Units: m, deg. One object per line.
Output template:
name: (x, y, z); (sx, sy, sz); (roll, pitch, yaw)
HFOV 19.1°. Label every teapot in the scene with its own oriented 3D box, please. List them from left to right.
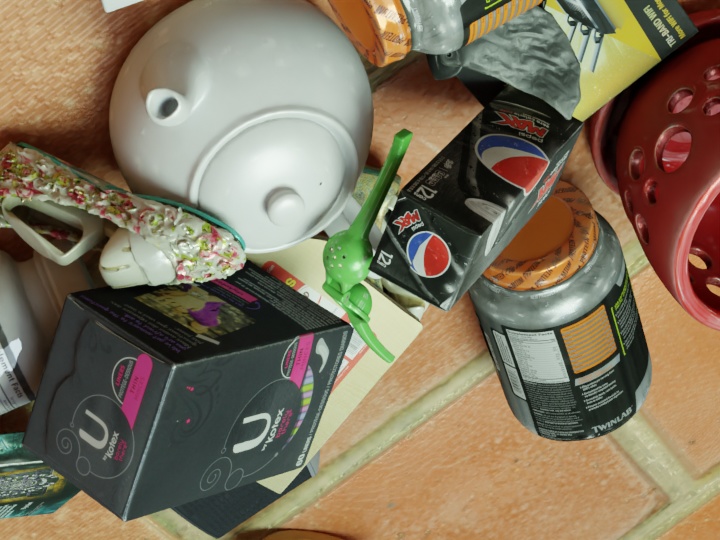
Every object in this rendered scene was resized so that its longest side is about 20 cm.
teapot: (-0.068, -0.081, 1.451); (0.199, 0.146, 0.198); (-10, 133, -20)

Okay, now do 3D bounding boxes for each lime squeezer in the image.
lime squeezer: (0.000, 0.000, 1.447); (0.071, 0.037, 0.201); (-52, 153, -45)

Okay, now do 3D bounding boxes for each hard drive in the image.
hard drive: (-0.120, 0.132, 1.690); (0.134, 0.042, 0.200); (-33, 136, 4)

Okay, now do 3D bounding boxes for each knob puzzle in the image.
knob puzzle: (-0.085, 0.048, 1.592); (0.218, 0.030, 0.221); (-3, 115, -8)

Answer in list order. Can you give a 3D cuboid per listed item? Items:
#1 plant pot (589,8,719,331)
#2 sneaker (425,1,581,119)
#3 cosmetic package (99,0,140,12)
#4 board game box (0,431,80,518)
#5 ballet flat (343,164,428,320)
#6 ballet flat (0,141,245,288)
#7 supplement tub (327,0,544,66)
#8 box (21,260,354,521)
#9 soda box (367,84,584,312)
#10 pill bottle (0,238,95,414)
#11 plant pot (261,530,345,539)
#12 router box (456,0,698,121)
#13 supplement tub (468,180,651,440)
plant pot: (0.283, -0.085, 1.595); (0.199, 0.183, 0.201); (-14, 134, -14)
sneaker: (0.057, -0.173, 1.412); (0.198, 0.060, 0.105); (13, 100, -5)
cosmetic package: (-0.139, -0.268, 1.299); (0.101, 0.071, 0.201); (-21, 136, -9)
board game box: (-0.264, 0.152, 1.572); (0.134, 0.028, 0.200); (-3, 164, -25)
ballet flat: (0.022, 0.000, 1.618); (0.070, 0.071, 0.201); (-22, 133, -7)
ballet flat: (-0.171, -0.024, 1.428); (0.064, 0.199, 0.076); (-57, 155, -27)
supplement tub: (0.075, -0.214, 1.318); (0.199, 0.123, 0.123); (-29, 137, -11)
box: (-0.116, 0.078, 1.467); (0.199, 0.106, 0.123); (-12, 127, -53)
soda box: (0.082, -0.053, 1.452); (0.200, 0.063, 0.071); (-46, 163, -53)
pill bottle: (-0.277, 0.052, 1.490); (0.199, 0.111, 0.111); (-24, 136, -5)
plant pot: (-0.041, 0.313, 1.801); (0.199, 0.200, 0.141); (9, 109, -32)
router box: (0.127, -0.191, 1.515); (0.157, 0.052, 0.200); (-38, 135, 10)
supplement tub: (0.153, 0.030, 1.668); (0.122, 0.123, 0.201); (-25, 136, -4)
